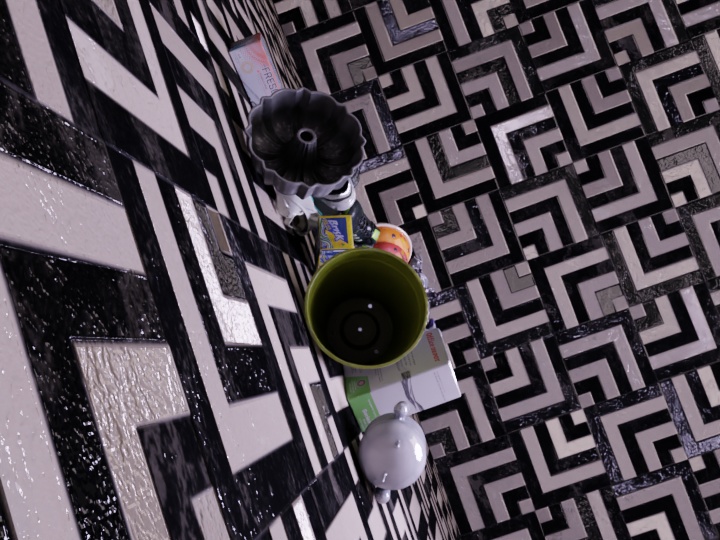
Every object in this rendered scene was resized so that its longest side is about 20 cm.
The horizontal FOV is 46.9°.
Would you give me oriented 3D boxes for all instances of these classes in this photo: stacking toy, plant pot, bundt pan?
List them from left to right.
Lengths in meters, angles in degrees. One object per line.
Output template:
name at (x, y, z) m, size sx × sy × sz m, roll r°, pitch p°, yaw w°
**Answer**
bundt pan at (-0.096, -0.203, 1.378) m, size 0.076 × 0.202 × 0.202 m, roll 118°, pitch -42°, yaw -59°
plant pot at (0.004, 0.085, 1.422) m, size 0.193 × 0.200 × 0.201 m, roll 102°, pitch -30°, yaw -73°
stacking toy at (0.053, 0.006, 1.747) m, size 0.200 × 0.146 × 0.146 m, roll -105°, pitch 174°, yaw -53°

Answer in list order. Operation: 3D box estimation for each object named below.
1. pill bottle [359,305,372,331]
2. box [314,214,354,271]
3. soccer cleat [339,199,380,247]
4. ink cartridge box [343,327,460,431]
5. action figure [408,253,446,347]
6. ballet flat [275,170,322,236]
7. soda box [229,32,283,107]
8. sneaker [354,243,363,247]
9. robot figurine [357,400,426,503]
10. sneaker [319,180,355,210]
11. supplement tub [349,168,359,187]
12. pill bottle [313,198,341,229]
pill bottle at (0.002, 0.102, 1.718) m, size 0.200 × 0.112 × 0.112 m, roll 45°, pitch 26°, yaw -81°
box at (-0.053, -0.039, 1.583) m, size 0.200 × 0.064 × 0.070 m, roll 105°, pitch -19°, yaw -72°
soccer cleat at (0.000, -0.090, 1.642) m, size 0.200 × 0.081 × 0.068 m, roll 76°, pitch 38°, yaw -79°
ink cartridge box at (0.076, 0.204, 1.570) m, size 0.146 × 0.200 × 0.084 m, roll -101°, pitch 171°, yaw -66°
action figure at (0.126, 0.063, 1.708) m, size 0.130 × 0.069 × 0.200 m, roll 17°, pitch 66°, yaw -61°
ballet flat at (-0.116, -0.113, 1.483) m, size 0.200 × 0.069 × 0.070 m, roll 60°, pitch 11°, yaw -68°
soda box at (-0.192, -0.363, 1.649) m, size 0.064 × 0.068 × 0.200 m, roll -103°, pitch 172°, yaw -60°
sneaker at (0.000, 0.000, 1.644) m, size 0.077 × 0.080 × 0.200 m, roll 26°, pitch 13°, yaw -22°
robot figurine at (0.054, 0.304, 1.400) m, size 0.200 × 0.113 × 0.170 m, roll 35°, pitch 65°, yaw -85°
sneaker at (-0.093, -0.184, 1.471) m, size 0.200 × 0.074 × 0.080 m, roll 30°, pitch -9°, yaw 3°
supplement tub at (-0.087, -0.265, 1.833) m, size 0.123 × 0.122 × 0.200 m, roll -104°, pitch 172°, yaw -60°
pill bottle at (-0.083, -0.152, 1.684) m, size 0.200 × 0.112 × 0.112 m, roll -66°, pitch 136°, yaw -78°
